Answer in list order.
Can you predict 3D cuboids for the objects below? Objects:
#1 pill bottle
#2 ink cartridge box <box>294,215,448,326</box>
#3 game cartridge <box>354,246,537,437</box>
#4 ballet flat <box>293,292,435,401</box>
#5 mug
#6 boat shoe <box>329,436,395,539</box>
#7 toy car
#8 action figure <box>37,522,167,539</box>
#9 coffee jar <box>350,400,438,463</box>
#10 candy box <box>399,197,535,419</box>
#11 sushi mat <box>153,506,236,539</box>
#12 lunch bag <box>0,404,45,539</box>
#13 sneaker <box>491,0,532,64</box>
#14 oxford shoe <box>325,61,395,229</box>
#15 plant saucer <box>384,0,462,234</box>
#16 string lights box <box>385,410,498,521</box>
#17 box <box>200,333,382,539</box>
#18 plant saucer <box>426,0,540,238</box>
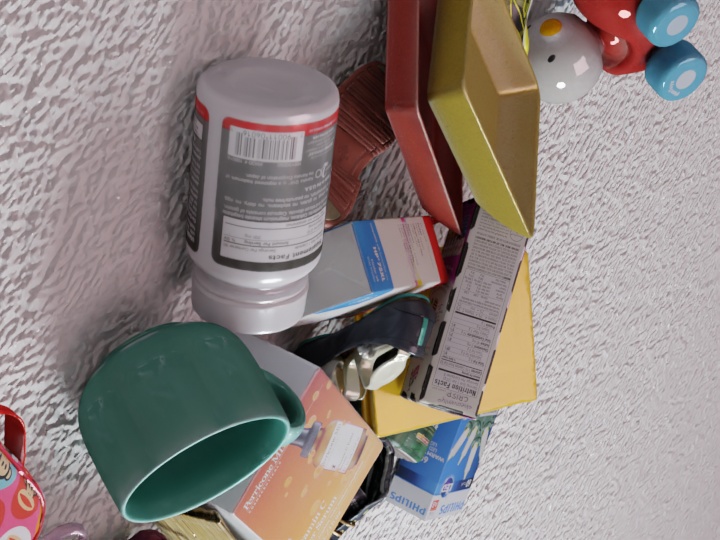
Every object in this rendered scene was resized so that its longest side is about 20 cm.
[{"bbox_3d":[-0.082,-0.059,1.333,0.114,0.114,0.201,-30,136,-48],"label":"pill bottle"},{"bbox_3d":[0.000,0.000,1.499,0.200,0.116,0.068,-7,79,-62],"label":"ink cartridge box"},{"bbox_3d":[0.087,0.063,1.671,0.199,0.032,0.177,-10,101,-30],"label":"game cartridge"},{"bbox_3d":[-0.002,0.081,1.519,0.073,0.200,0.073,15,63,-32],"label":"ballet flat"},{"bbox_3d":[-0.143,0.116,1.333,0.152,0.115,0.185,-34,160,4],"label":"mug"},{"bbox_3d":[-0.037,0.240,1.616,0.071,0.091,0.201,49,47,-28],"label":"boat shoe"},{"bbox_3d":[0.224,-0.245,1.720,0.200,0.185,0.177,-31,145,-4],"label":"toy car"},{"bbox_3d":[-0.211,0.265,1.409,0.149,0.134,0.200,62,26,-3],"label":"action figure"},{"bbox_3d":[0.065,0.094,1.736,0.201,0.085,0.104,-62,152,-9],"label":"coffee jar"},{"bbox_3d":[0.100,0.036,1.574,0.136,0.061,0.201,169,-62,-84],"label":"candy box"},{"bbox_3d":[-0.135,0.253,1.495,0.200,0.095,0.012,65,42,-55],"label":"sushi mat"},{"bbox_3d":[-0.301,0.162,1.152,0.176,0.082,0.200,-54,149,-24],"label":"lunch bag"},{"bbox_3d":[0.131,-0.243,1.584,0.200,0.074,0.085,80,22,-46],"label":"sneaker"},{"bbox_3d":[-0.024,-0.109,1.469,0.071,0.074,0.200,43,52,-15],"label":"oxford shoe"},{"bbox_3d":[0.057,-0.164,1.500,0.200,0.037,0.200,64,23,-55],"label":"plant saucer"},{"bbox_3d":[0.105,0.180,1.899,0.103,0.059,0.201,2,109,-62],"label":"string lights box"},{"bbox_3d":[-0.084,0.168,1.510,0.153,0.106,0.200,-59,152,-14],"label":"box"},{"bbox_3d":[0.109,-0.160,1.488,0.200,0.048,0.201,61,27,-44],"label":"plant saucer"}]
